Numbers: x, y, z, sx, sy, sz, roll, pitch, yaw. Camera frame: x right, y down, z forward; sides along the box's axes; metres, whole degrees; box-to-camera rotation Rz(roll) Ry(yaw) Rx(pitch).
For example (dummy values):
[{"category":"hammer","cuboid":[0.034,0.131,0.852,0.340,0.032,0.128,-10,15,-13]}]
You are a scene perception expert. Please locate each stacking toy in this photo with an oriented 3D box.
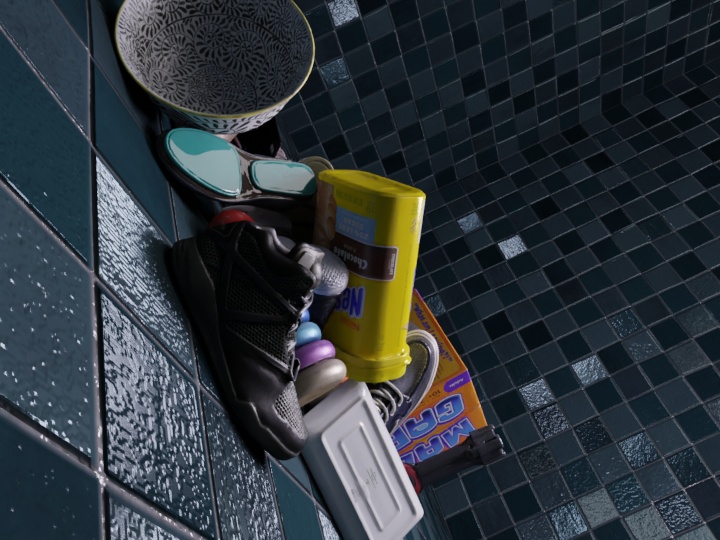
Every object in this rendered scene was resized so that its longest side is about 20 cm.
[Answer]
[{"category":"stacking toy","cuboid":[-0.092,0.032,0.638,0.203,0.084,0.085,62,1,13]}]

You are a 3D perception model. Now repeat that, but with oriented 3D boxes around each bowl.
[{"category":"bowl","cuboid":[-0.151,-0.211,0.691,0.095,0.197,0.204,114,-43,-59]}]

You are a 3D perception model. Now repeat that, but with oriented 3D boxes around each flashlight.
[{"category":"flashlight","cuboid":[0.116,0.291,0.976,0.068,0.197,0.069,-115,180,-52]}]

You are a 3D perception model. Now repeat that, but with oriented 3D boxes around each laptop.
[{"category":"laptop","cuboid":[-0.120,-0.096,0.909,0.178,0.101,0.203,-110,176,-59]}]

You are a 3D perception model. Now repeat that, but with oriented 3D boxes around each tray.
[{"category":"tray","cuboid":[0.006,0.225,0.718,0.022,0.107,0.203,-3,-64,53]}]

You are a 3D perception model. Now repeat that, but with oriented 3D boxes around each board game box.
[{"category":"board game box","cuboid":[0.073,0.202,1.103,0.201,0.197,0.202,60,-3,48]}]

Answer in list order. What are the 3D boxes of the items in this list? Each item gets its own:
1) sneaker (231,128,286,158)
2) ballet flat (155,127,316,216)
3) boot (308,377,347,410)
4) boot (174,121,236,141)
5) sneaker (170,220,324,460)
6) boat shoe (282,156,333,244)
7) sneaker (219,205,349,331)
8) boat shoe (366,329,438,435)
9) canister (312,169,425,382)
[{"category":"sneaker","cuboid":[-0.166,-0.184,1.024,0.201,0.075,0.116,54,1,-36]},{"category":"ballet flat","cuboid":[-0.135,-0.095,0.689,0.198,0.073,0.074,7,52,-46]},{"category":"boot","cuboid":[-0.042,0.135,0.899,0.109,0.074,0.200,62,2,12]},{"category":"boot","cuboid":[-0.143,-0.197,0.779,0.071,0.144,0.202,66,2,-46]},{"category":"sneaker","cuboid":[-0.066,0.052,0.535,0.076,0.112,0.203,-78,147,-84]},{"category":"boat shoe","cuboid":[-0.081,-0.043,0.810,0.068,0.073,0.204,-114,-139,-78]},{"category":"sneaker","cuboid":[-0.099,0.009,0.726,0.199,0.075,0.116,34,-60,36]},{"category":"boat shoe","cuboid":[0.026,0.162,0.782,0.074,0.202,0.093,33,4,9]},{"category":"canister","cuboid":[0.000,0.000,0.736,0.148,0.085,0.205,27,-64,50]}]
